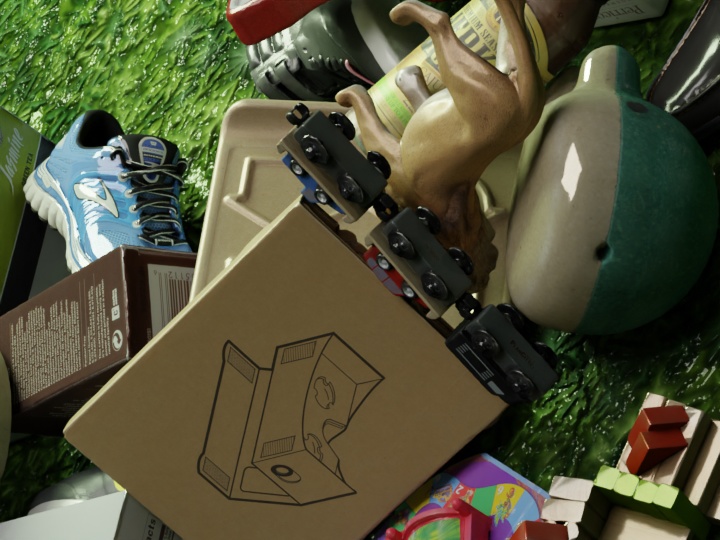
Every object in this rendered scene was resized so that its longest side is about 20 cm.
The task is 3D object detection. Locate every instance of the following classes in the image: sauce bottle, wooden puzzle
[{"bbox_3d":[0.082,-0.127,1.657,0.200,0.065,0.065,-42,36,9],"label":"sauce bottle"},{"bbox_3d":[0.000,0.000,1.695,0.184,0.046,0.201,3,60,8],"label":"wooden puzzle"}]

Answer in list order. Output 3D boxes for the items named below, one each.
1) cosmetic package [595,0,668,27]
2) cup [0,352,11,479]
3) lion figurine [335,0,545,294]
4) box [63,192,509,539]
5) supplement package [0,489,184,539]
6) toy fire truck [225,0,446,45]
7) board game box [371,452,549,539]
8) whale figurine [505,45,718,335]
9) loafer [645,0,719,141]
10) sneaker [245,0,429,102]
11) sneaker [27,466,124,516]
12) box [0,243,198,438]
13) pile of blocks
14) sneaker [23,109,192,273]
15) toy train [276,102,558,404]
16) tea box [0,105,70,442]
[{"bbox_3d":[0.087,-0.220,1.700,0.101,0.200,0.072,-7,56,47],"label":"cosmetic package"},{"bbox_3d":[-0.293,0.089,1.796,0.200,0.143,0.201,-15,73,63],"label":"cup"},{"bbox_3d":[0.052,-0.073,1.564,0.123,0.072,0.200,63,154,19],"label":"lion figurine"},{"bbox_3d":[-0.038,0.077,1.627,0.200,0.163,0.021,-43,12,23],"label":"box"},{"bbox_3d":[-0.178,0.233,1.714,0.200,0.111,0.156,-17,50,42],"label":"supplement package"},{"bbox_3d":[-0.005,-0.222,1.821,0.167,0.112,0.200,-25,26,15],"label":"toy fire truck"},{"bbox_3d":[0.041,0.173,1.563,0.158,0.039,0.200,-56,35,-2],"label":"board game box"},{"bbox_3d":[0.135,-0.043,1.599,0.200,0.103,0.160,-92,13,-70],"label":"whale figurine"},{"bbox_3d":[0.215,-0.158,1.606,0.200,0.072,0.073,-52,35,6],"label":"loafer"},{"bbox_3d":[-0.011,-0.127,1.861,0.099,0.071,0.200,-51,30,11],"label":"sneaker"},{"bbox_3d":[-0.110,0.130,1.767,0.199,0.075,0.085,-9,48,35],"label":"sneaker"},{"bbox_3d":[-0.142,0.046,1.789,0.200,0.100,0.075,-28,62,54],"label":"box"},{"bbox_3d":[0.110,0.139,1.464,0.200,0.062,0.082,-46,51,1],"label":"pile of blocks"},{"bbox_3d":[-0.149,-0.040,1.912,0.200,0.078,0.089,48,116,44],"label":"sneaker"},{"bbox_3d":[0.027,-0.007,1.565,0.034,0.200,0.046,-44,5,-34],"label":"toy train"},{"bbox_3d":[-0.295,-0.008,1.982,0.133,0.197,0.201,-19,47,39],"label":"tea box"}]
